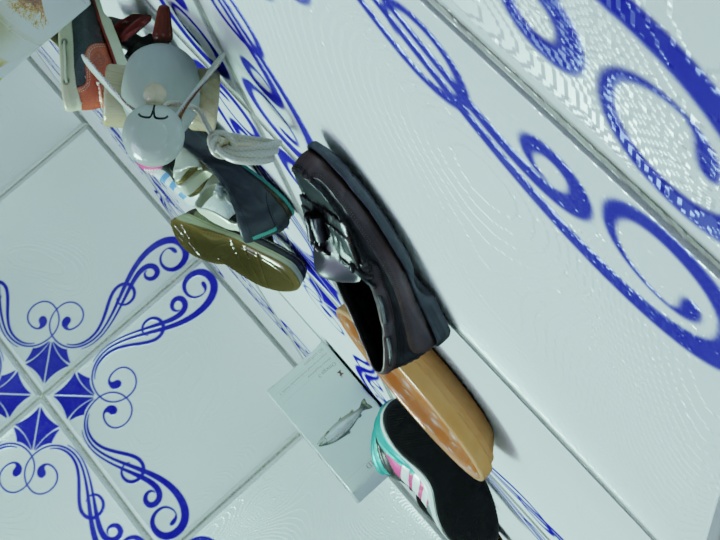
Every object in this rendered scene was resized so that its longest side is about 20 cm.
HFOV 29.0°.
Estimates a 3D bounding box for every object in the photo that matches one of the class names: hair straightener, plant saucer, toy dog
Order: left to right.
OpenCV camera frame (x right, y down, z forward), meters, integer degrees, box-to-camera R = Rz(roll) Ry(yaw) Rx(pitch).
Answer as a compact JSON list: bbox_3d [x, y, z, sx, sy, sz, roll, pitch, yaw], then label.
[{"bbox_3d":[-0.206,-0.197,1.287,0.077,0.041,0.200,52,167,-21],"label":"hair straightener"},{"bbox_3d":[-0.144,-0.141,1.028,0.200,0.130,0.098,29,121,58],"label":"toy dog"},{"bbox_3d":[0.055,0.100,1.243,0.200,0.037,0.200,48,173,8],"label":"plant saucer"}]

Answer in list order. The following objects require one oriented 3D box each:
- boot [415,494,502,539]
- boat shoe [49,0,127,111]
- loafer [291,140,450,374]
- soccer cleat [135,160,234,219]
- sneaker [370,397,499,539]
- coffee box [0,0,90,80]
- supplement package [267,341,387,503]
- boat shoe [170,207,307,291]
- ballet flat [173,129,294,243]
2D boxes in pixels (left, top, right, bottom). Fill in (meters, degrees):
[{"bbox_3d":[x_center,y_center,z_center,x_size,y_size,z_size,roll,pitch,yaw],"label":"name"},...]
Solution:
[{"bbox_3d":[0.132,0.320,1.760,0.201,0.068,0.188,53,172,-28],"label":"boot"},{"bbox_3d":[-0.256,-0.223,1.220,0.071,0.062,0.202,93,156,-61],"label":"boat shoe"},{"bbox_3d":[0.000,0.000,0.959,0.072,0.063,0.201,41,168,48],"label":"loafer"},{"bbox_3d":[-0.201,-0.112,1.588,0.200,0.070,0.087,40,168,53],"label":"soccer cleat"},{"bbox_3d":[0.076,0.232,1.579,0.201,0.083,0.121,58,167,-3],"label":"sneaker"},{"bbox_3d":[-0.376,-0.270,1.141,0.200,0.197,0.201,50,-177,-47],"label":"coffee box"},{"bbox_3d":[-0.028,0.226,2.063,0.200,0.117,0.117,47,172,16],"label":"supplement package"},{"bbox_3d":[-0.133,-0.036,1.592,0.198,0.065,0.074,23,148,33],"label":"boat shoe"},{"bbox_3d":[-0.141,-0.090,1.344,0.200,0.073,0.073,45,172,38],"label":"ballet flat"}]
